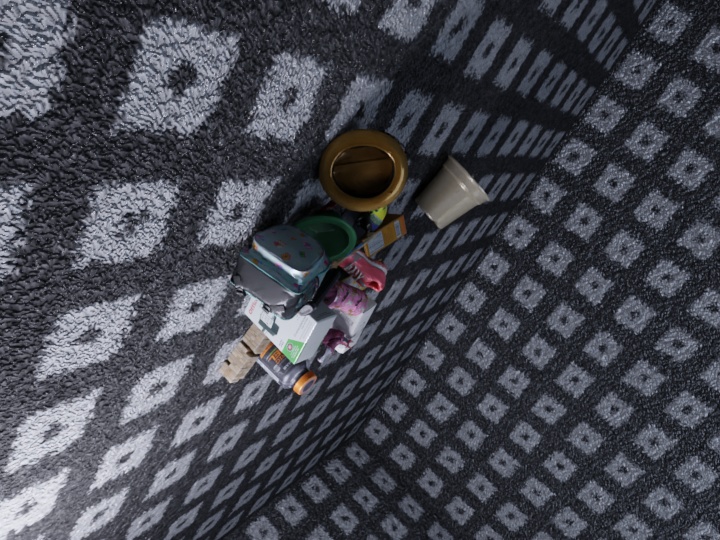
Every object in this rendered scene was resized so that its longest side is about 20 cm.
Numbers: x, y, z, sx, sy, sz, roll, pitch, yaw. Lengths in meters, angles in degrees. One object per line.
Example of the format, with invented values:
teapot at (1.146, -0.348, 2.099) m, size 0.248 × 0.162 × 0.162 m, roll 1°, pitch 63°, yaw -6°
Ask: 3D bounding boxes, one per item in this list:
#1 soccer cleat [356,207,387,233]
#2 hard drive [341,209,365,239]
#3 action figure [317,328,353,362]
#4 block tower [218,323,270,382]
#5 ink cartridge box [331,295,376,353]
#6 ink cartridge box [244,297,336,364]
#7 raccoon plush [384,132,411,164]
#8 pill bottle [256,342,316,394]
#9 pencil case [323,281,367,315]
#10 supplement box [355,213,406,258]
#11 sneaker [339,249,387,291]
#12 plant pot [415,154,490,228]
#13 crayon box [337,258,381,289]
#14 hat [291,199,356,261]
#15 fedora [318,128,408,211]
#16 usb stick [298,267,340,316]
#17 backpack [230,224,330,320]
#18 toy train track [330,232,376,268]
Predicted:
soccer cleat at (0.039, -0.167, 1.407) m, size 0.084 × 0.065 × 0.200 m, roll -44°, pitch 169°, yaw -23°
hard drive at (0.020, -0.171, 1.535) m, size 0.200 × 0.042 × 0.135 m, roll -49°, pitch 161°, yaw -2°
action figure at (-0.113, 0.193, 1.722) m, size 0.134 × 0.200 × 0.149 m, roll -111°, pitch -144°, yaw -68°
block tower at (-0.300, 0.211, 1.514) m, size 0.200 × 0.058 × 0.054 m, roll -51°, pitch 161°, yaw 8°
ink cartridge box at (-0.056, 0.145, 1.793) m, size 0.083 × 0.146 × 0.200 m, roll -30°, pitch 153°, yaw -48°
ink cartridge box at (-0.177, 0.106, 1.374) m, size 0.083 × 0.200 × 0.147 m, roll -16°, pitch 140°, yaw -54°
raccoon plush at (0.050, -0.249, 1.392) m, size 0.134 × 0.097 × 0.200 m, roll -41°, pitch 160°, yaw -8°
pill bottle at (-0.215, 0.258, 1.566) m, size 0.106 × 0.200 × 0.106 m, roll -43°, pitch 160°, yaw -20°
pencil case at (-0.056, 0.075, 1.527) m, size 0.087 × 0.083 × 0.200 m, roll -61°, pitch 153°, yaw 2°
supplement box at (0.052, -0.106, 1.661) m, size 0.200 × 0.067 × 0.069 m, roll -31°, pitch 119°, yaw -41°
sneaker at (0.000, 0.000, 1.563) m, size 0.200 × 0.087 × 0.074 m, roll 23°, pitch 142°, yaw -34°
plant pot at (0.287, -0.243, 1.814) m, size 0.183 × 0.200 × 0.200 m, roll -41°, pitch 163°, yaw 11°
crayon box at (-0.032, 0.027, 1.673) m, size 0.200 × 0.052 × 0.126 m, roll -29°, pitch 152°, yaw -45°
hat at (-0.091, -0.137, 1.381) m, size 0.200 × 0.176 × 0.166 m, roll -5°, pitch 142°, yaw -2°
fedora at (0.005, -0.231, 1.259) m, size 0.201 × 0.201 × 0.082 m, roll -56°, pitch -163°, yaw 16°
usb stick at (-0.097, 0.049, 1.331) m, size 0.055 × 0.033 × 0.200 m, roll -29°, pitch -167°, yaw 26°
backpack at (-0.162, -0.011, 1.223) m, size 0.153 × 0.176 × 0.200 m, roll -63°, pitch 170°, yaw 24°
toy train track at (-0.047, -0.043, 1.452) m, size 0.200 × 0.033 × 0.115 m, roll -36°, pitch 173°, yaw -7°
